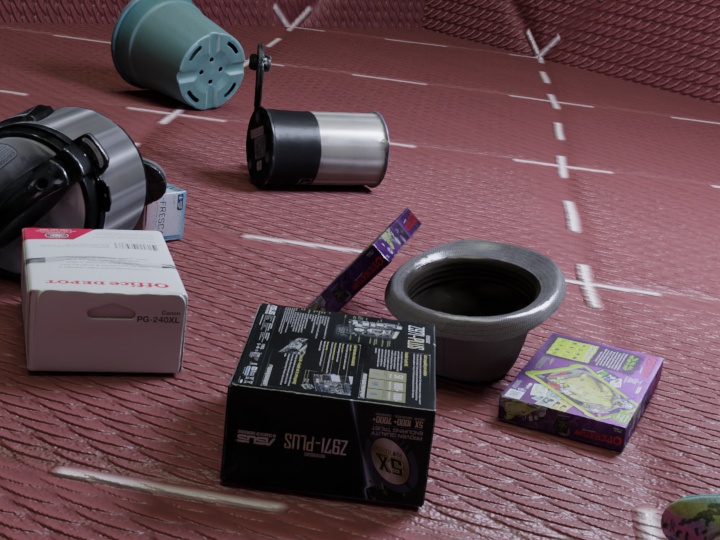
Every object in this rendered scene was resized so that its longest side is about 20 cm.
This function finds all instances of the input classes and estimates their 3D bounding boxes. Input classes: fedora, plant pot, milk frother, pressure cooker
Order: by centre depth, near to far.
[{"bbox_3d":[0.113,0.049,1.353,0.176,0.091,0.200,10,26,18],"label":"fedora"},{"bbox_3d":[-0.341,-0.083,1.463,0.178,0.177,0.200,13,19,11],"label":"pressure cooker"},{"bbox_3d":[-0.073,-0.229,1.998,0.187,0.201,0.180,-1,15,-25],"label":"milk frother"},{"bbox_3d":[-0.328,-0.401,2.492,0.200,0.201,0.196,-9,30,-41],"label":"plant pot"}]

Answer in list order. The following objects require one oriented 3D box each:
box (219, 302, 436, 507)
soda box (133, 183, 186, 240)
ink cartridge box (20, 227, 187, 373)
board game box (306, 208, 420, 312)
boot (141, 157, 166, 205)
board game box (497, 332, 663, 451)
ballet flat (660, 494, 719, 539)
[{"bbox_3d":[-0.021,0.107,1.123,0.163,0.086,0.200,7,17,0],"label":"box"},{"bbox_3d":[-0.307,-0.092,1.693,0.068,0.064,0.200,-10,25,-44],"label":"soda box"},{"bbox_3d":[-0.253,0.026,1.298,0.145,0.084,0.200,2,18,-16],"label":"ink cartridge box"},{"bbox_3d":[0.000,0.000,1.420,0.032,0.120,0.200,50,18,-2],"label":"board game box"},{"bbox_3d":[-0.317,-0.132,1.626,0.199,0.070,0.132,0,31,11],"label":"boot"},{"bbox_3d":[0.217,0.113,1.297,0.120,0.032,0.200,9,18,21],"label":"board game box"},{"bbox_3d":[0.316,0.213,0.969,0.199,0.069,0.071,11,37,12],"label":"ballet flat"}]
